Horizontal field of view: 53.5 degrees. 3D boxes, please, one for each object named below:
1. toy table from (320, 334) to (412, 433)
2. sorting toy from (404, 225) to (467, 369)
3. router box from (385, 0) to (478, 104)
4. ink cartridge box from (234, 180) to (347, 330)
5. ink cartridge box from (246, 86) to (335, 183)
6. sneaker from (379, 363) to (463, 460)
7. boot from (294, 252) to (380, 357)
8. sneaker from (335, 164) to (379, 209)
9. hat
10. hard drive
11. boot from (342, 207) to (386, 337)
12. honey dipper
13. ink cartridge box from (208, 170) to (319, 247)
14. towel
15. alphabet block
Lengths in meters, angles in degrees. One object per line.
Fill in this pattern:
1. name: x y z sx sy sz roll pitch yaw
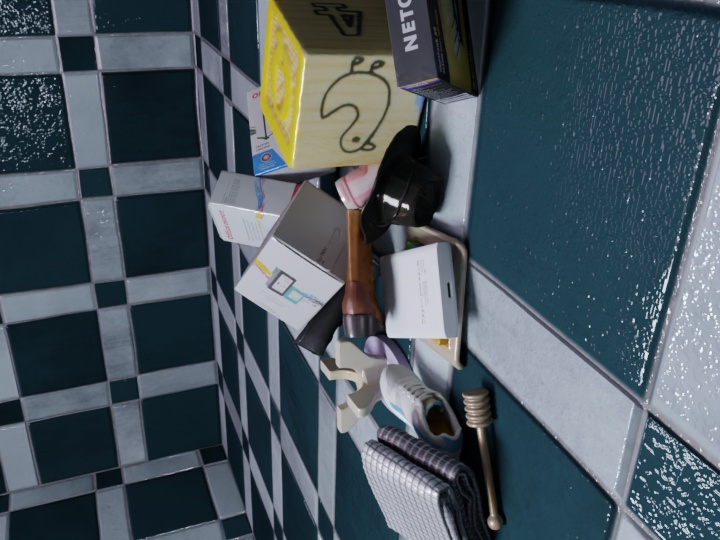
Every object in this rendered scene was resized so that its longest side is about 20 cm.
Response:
1. toy table: 0.011 0.200 1.299 0.200 0.116 0.185 -159 62 -66
2. sorting toy: 0.103 0.031 1.096 0.185 0.036 0.202 -145 50 -63
3. router box: 0.083 -0.311 0.855 0.052 0.157 0.202 -7 92 27
4. ink cartridge box: -0.102 -0.023 1.262 0.200 0.146 0.147 -45 15 51
5. ink cartridge box: -0.140 -0.277 1.415 0.084 0.145 0.201 40 -143 -62
6. sneaker: 0.099 0.213 1.132 0.200 0.076 0.081 50 147 38
7. boot: -0.038 0.060 1.282 0.065 0.201 0.165 36 170 -6
8. sneaker: 0.025 -0.149 1.204 0.076 0.104 0.200 60 -170 -3
9. hat: 0.074 -0.110 1.036 0.080 0.201 0.202 24 134 14
10. hard drive: 0.084 0.035 1.072 0.200 0.026 0.133 168 97 -68
11. boot: 0.000 0.000 1.159 0.188 0.068 0.202 -1 -91 -75
12. honey dipper: 0.174 0.267 1.003 0.038 0.038 0.202 -172 72 -69
13. ink cartridge box: -0.180 -0.109 1.402 0.146 0.198 0.083 88 -165 -64
14. towel: 0.101 0.333 1.054 0.165 0.086 0.201 18 139 44
15. alphabet block: -0.030 -0.287 1.084 0.197 0.199 0.196 -119 29 -44
